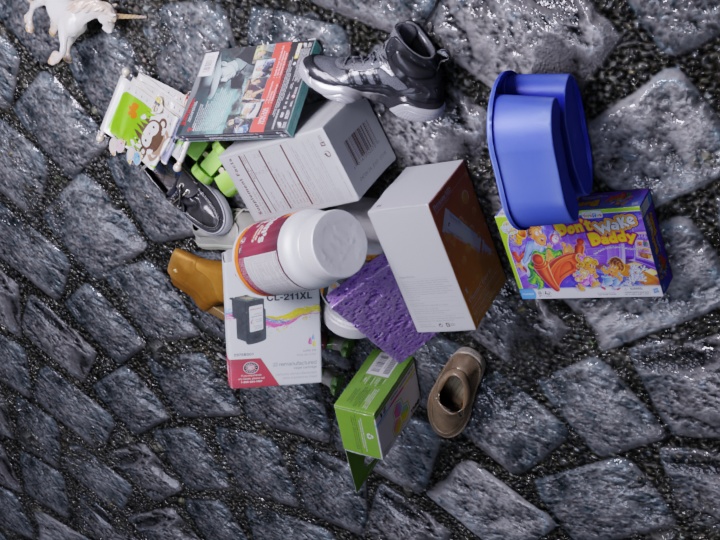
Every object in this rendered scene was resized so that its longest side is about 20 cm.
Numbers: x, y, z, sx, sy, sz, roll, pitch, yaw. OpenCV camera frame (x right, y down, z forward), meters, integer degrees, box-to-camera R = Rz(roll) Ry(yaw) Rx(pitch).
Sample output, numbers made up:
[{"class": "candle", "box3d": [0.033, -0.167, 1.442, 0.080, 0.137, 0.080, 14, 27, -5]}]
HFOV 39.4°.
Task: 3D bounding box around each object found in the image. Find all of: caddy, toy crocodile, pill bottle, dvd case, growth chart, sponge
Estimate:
[{"class": "caddy", "box3d": [0.207, -0.144, 1.211, 0.105, 0.141, 0.200, 0, 123, 29]}, {"class": "toy crocodile", "box3d": [-0.252, -0.196, 1.551, 0.200, 0.062, 0.068, 44, 106, 0]}, {"class": "pill bottle", "box3d": [-0.085, -0.025, 1.382, 0.200, 0.110, 0.110, -10, 118, 53]}, {"class": "dvd case", "box3d": [-0.157, -0.247, 1.389, 0.200, 0.146, 0.022, 3, 157, 32]}, {"class": "growth chart", "box3d": [-0.319, -0.224, 1.520, 0.200, 0.018, 0.145, 24, 101, 32]}, {"class": "sponge", "box3d": [0.048, 0.057, 1.460, 0.112, 0.030, 0.200, -37, 137, 10]}, {"class": "pill bottle", "box3d": [0.000, 0.000, 1.489, 0.116, 0.116, 0.200, 26, 134, 16]}]

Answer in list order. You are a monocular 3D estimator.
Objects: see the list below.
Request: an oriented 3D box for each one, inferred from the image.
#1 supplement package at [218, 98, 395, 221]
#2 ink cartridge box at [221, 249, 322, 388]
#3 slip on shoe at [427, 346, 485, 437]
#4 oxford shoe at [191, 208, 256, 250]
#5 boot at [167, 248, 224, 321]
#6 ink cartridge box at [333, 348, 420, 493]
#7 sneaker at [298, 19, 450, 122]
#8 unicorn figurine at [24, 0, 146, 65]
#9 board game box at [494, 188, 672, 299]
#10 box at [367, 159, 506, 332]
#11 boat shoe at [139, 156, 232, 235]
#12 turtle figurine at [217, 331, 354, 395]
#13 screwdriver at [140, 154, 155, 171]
[{"class": "supplement package", "box3d": [-0.075, -0.158, 1.412, 0.200, 0.117, 0.117, -8, 121, 39]}, {"class": "ink cartridge box", "box3d": [-0.136, 0.070, 1.545, 0.146, 0.083, 0.200, -3, 103, -7]}, {"class": "slip on shoe", "box3d": [0.145, 0.206, 1.594, 0.076, 0.061, 0.200, 30, 136, 11]}, {"class": "oxford shoe", "box3d": [-0.201, -0.071, 1.604, 0.200, 0.075, 0.058, -1, 126, 41]}, {"class": "boot", "box3d": [-0.256, 0.002, 1.702, 0.144, 0.071, 0.201, 34, 141, 6]}, {"class": "ink cartridge box", "box3d": [0.038, 0.253, 1.644, 0.076, 0.148, 0.200, 9, 129, 28]}, {"class": "sneaker", "box3d": [0.020, -0.269, 1.286, 0.200, 0.076, 0.114, 18, 131, 9]}, {"class": "unicorn figurine", "box3d": [-0.439, -0.381, 1.513, 0.200, 0.074, 0.137, 41, 126, 8]}, {"class": "board game box", "box3d": [0.290, -0.031, 1.313, 0.200, 0.045, 0.135, -3, 122, 37]}, {"class": "box", "box3d": [0.109, -0.032, 1.380, 0.097, 0.124, 0.200, -5, 121, 35]}, {"class": "boat shoe", "box3d": [-0.283, -0.130, 1.581, 0.070, 0.066, 0.200, -46, 73, 23]}, {"class": "turtle figurine", "box3d": [-0.120, 0.126, 1.646, 0.194, 0.144, 0.200, 16, 148, 12]}, {"class": "screwdriver", "box3d": [-0.264, -0.214, 1.512, 0.200, 0.029, 0.028, -40, 92, 24]}]
